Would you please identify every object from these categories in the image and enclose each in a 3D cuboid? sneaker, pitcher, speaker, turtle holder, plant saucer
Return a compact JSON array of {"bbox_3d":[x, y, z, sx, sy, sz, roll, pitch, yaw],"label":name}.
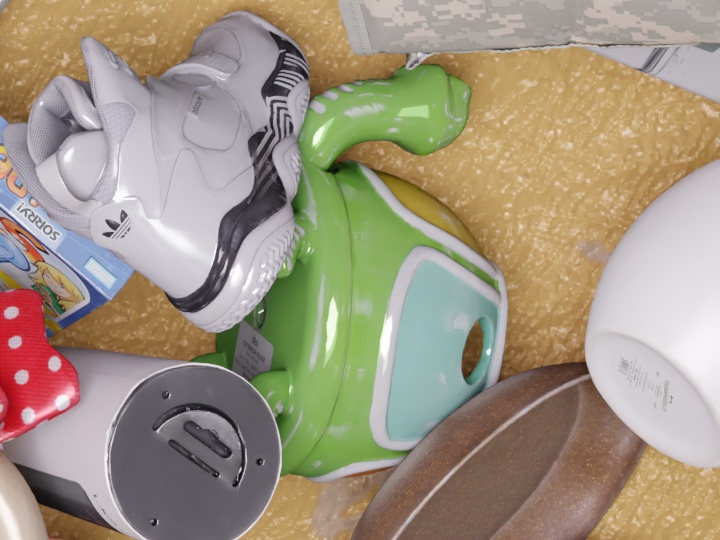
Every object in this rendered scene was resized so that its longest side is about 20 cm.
[{"bbox_3d":[-0.087,-0.069,0.950,0.115,0.200,0.075,32,123,-24],"label":"sneaker"},{"bbox_3d":[0.195,0.008,0.990,0.121,0.172,0.200,34,64,28],"label":"pitcher"},{"bbox_3d":[-0.107,0.076,0.980,0.081,0.200,0.082,0,91,-25],"label":"speaker"},{"bbox_3d":[-0.004,0.006,1.021,0.131,0.141,0.186,6,71,-23],"label":"turtle holder"},{"bbox_3d":[0.058,0.112,1.033,0.037,0.200,0.201,44,99,26],"label":"plant saucer"}]

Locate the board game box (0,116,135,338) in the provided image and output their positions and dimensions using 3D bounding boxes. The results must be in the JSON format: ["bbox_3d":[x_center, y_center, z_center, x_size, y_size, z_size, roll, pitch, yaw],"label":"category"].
[{"bbox_3d":[-0.198,-0.051,0.988,0.200,0.135,0.035,41,67,-10],"label":"board game box"}]

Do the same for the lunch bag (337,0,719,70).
[{"bbox_3d":[0.064,-0.169,0.795,0.163,0.118,0.201,-1,127,12],"label":"lunch bag"}]

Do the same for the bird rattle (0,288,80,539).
[{"bbox_3d":[-0.196,0.105,0.933,0.199,0.113,0.164,-28,92,8],"label":"bird rattle"}]

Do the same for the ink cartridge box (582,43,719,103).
[{"bbox_3d":[0.137,-0.159,0.948,0.200,0.084,0.146,12,107,-49],"label":"ink cartridge box"}]

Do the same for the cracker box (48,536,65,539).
[{"bbox_3d":[-0.205,0.215,1.058,0.133,0.058,0.201,11,120,-6],"label":"cracker box"}]

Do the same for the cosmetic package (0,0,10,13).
[{"bbox_3d":[-0.238,-0.184,0.980,0.200,0.071,0.105,37,91,-10],"label":"cosmetic package"}]
